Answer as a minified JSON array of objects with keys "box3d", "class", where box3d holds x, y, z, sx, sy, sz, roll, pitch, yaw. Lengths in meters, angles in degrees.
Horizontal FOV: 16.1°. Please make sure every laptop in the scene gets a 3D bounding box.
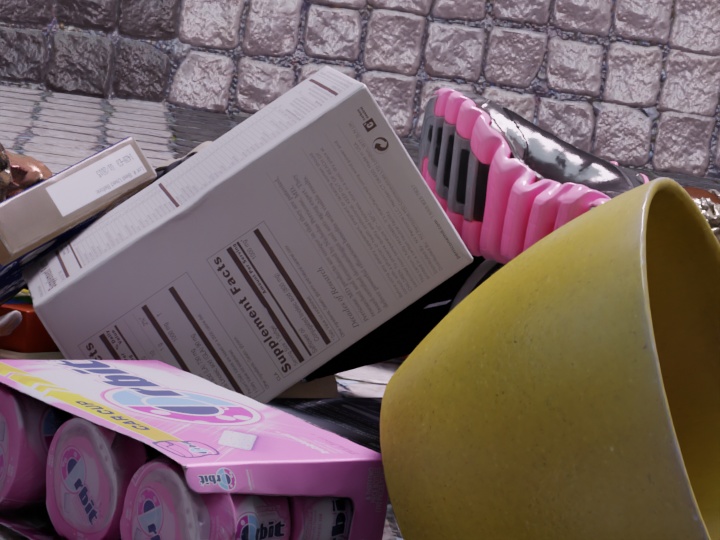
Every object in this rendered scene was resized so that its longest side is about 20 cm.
[{"box3d":[0.000,0.000,1.486,0.200,0.104,0.177,-37,-11,24],"class":"laptop"}]

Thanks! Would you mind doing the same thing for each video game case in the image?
[{"box3d":[0.024,0.094,1.411,0.199,0.019,0.142,3,10,-39],"class":"video game case"}]

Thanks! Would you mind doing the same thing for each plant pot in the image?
[{"box3d":[0.092,0.076,1.097,0.141,0.202,0.200,-16,-1,20],"class":"plant pot"}]

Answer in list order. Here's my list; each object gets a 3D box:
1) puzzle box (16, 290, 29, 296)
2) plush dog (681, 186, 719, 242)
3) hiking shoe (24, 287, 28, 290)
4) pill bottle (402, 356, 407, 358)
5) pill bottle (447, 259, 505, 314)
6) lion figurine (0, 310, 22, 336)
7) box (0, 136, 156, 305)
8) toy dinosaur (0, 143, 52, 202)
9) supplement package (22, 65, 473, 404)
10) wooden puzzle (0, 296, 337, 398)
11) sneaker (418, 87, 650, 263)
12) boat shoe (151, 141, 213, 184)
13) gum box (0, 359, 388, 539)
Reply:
[{"box3d":[-0.260,0.019,1.631,0.132,0.026,0.199,13,10,38],"class":"puzzle box"},{"box3d":[0.222,0.066,1.495,0.171,0.161,0.200,25,20,-11],"class":"plush dog"},{"box3d":[-0.193,-0.011,1.525,0.100,0.076,0.200,-10,3,-19],"class":"hiking shoe"},{"box3d":[0.105,0.021,1.678,0.199,0.110,0.108,13,10,33],"class":"pill bottle"},{"box3d":[0.135,0.067,1.329,0.111,0.112,0.200,3,21,-32],"class":"pill bottle"},{"box3d":[-0.260,0.039,1.163,0.199,0.073,0.123,-19,-15,0],"class":"lion figurine"},{"box3d":[-0.209,0.002,1.399,0.200,0.033,0.121,-34,0,42],"class":"box"},{"box3d":[-0.261,-0.026,1.428,0.135,0.201,0.086,21,-34,10],"class":"toy dinosaur"},{"box3d":[-0.061,-0.002,1.315,0.199,0.110,0.114,-34,14,-3],"class":"supplement package"},{"box3d":[-0.139,0.042,1.517,0.199,0.047,0.185,15,10,39],"class":"wooden puzzle"},{"box3d":[0.108,-0.037,1.345,0.095,0.080,0.200,-10,35,-34],"class":"sneaker"},{"box3d":[-0.112,-0.022,1.503,0.073,0.063,0.200,49,-19,-1],"class":"boat shoe"},{"box3d":[-0.086,0.093,1.132,0.113,0.067,0.199,2,10,-40],"class":"gum box"}]
